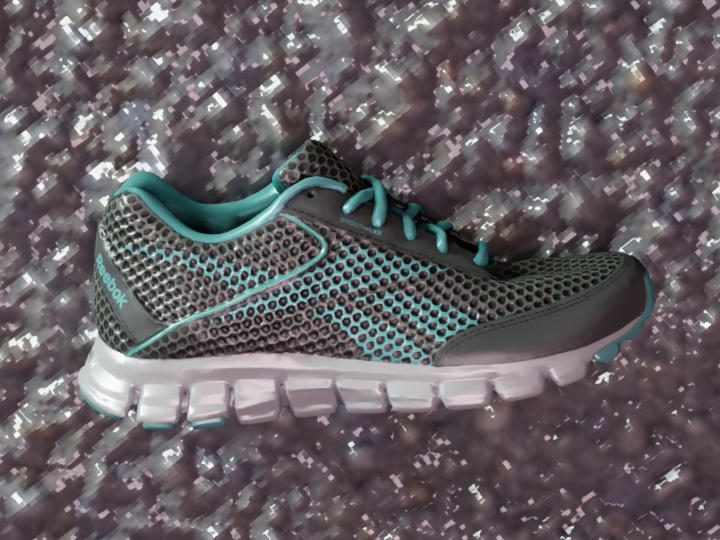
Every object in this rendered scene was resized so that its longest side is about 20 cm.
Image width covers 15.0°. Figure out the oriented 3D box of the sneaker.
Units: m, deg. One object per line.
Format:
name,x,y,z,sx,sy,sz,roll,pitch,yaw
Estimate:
sneaker,0.000,0.000,0.926,0.199,0.078,0.092,-5,103,-1
